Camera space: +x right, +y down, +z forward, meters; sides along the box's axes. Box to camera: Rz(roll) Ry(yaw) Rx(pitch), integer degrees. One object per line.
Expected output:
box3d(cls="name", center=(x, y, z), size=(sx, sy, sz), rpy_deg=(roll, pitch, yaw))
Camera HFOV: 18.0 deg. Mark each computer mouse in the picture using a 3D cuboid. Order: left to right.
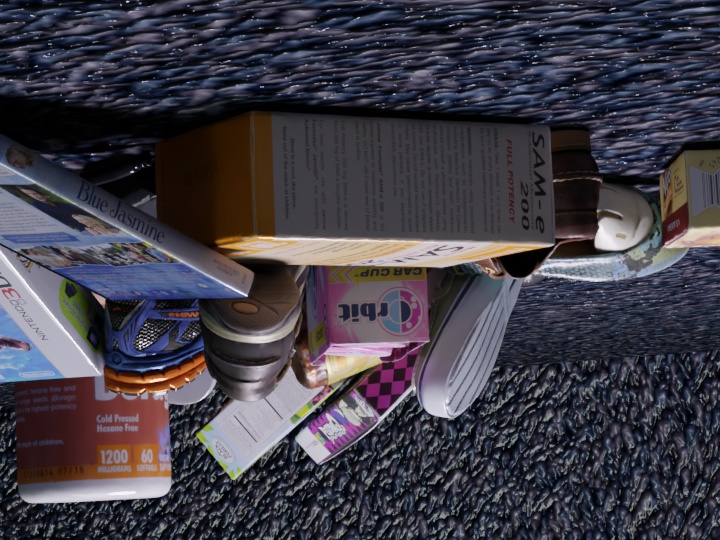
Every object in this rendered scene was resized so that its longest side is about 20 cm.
box3d(cls="computer mouse", center=(-0.153, -0.039, 1.417), size=(0.199, 0.046, 0.140), rpy_deg=(-6, 175, 28))

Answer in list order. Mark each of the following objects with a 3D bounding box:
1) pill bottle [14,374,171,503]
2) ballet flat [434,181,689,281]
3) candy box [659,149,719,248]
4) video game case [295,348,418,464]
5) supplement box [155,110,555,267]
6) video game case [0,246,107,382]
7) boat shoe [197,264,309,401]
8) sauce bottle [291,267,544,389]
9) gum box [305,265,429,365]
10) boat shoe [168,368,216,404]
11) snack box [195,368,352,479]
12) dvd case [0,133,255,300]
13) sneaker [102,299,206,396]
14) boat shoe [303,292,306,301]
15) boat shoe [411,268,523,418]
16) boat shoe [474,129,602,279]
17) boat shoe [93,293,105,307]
box3d(cls="pill bottle", center=(-0.195, 0.065, 1.645), size=(0.111, 0.202, 0.112), rpy_deg=(-3, 175, 0))
box3d(cls="ballet flat", center=(0.138, -0.031, 1.558), size=(0.198, 0.075, 0.074), rpy_deg=(-5, 175, -10))
box3d(cls="candy box", center=(0.300, -0.049, 1.475), size=(0.198, 0.056, 0.115), rpy_deg=(-2, 176, 0))
box3d(cls="video game case", center=(0.046, 0.059, 1.788), size=(0.200, 0.036, 0.181), rpy_deg=(-44, 179, -22))
box3d(cls="supplement box", center=(-0.003, -0.043, 1.312), size=(0.199, 0.074, 0.126), rpy_deg=(1, 174, -30))
box3d(cls="video game case", center=(-0.283, 0.009, 1.443), size=(0.199, 0.046, 0.182), rpy_deg=(-5, 143, 22))
box3d(cls="boat shoe", center=(-0.071, 0.022, 1.387), size=(0.074, 0.074, 0.200), rpy_deg=(9, -162, 1))
box3d(cls="sauce bottle", center=(0.038, 0.023, 1.669), size=(0.199, 0.066, 0.066), rpy_deg=(-24, 178, -12))
box3d(cls="gum box", center=(0.000, 0.000, 1.530), size=(0.066, 0.114, 0.200), rpy_deg=(-2, 174, -6))
box3d(cls="boat shoe", center=(-0.191, 0.033, 1.735), size=(0.199, 0.069, 0.057), rpy_deg=(31, -169, 8))
box3d(cls="snack box", center=(-0.029, 0.068, 1.802), size=(0.142, 0.053, 0.200), rpy_deg=(-42, 179, 39))
box3d(cls="dvd case", center=(-0.173, -0.030, 1.259), size=(0.199, 0.018, 0.142), rpy_deg=(29, 161, -36))
box3d(cls="sneaker", center=(-0.100, 0.002, 1.490), size=(0.075, 0.079, 0.200), rpy_deg=(8, -145, 28))
box3d(cls="boat shoe", center=(-0.026, -0.012, 1.698), size=(0.199, 0.073, 0.071), rpy_deg=(-4, 161, -40))
box3d(cls="boat shoe", center=(0.068, 0.027, 1.593), size=(0.062, 0.072, 0.200), rpy_deg=(10, -139, 17))
box3d(cls="boat shoe", center=(0.091, -0.029, 1.423), size=(0.070, 0.071, 0.200), rpy_deg=(-8, 171, -19))
box3d(cls="boat shoe", center=(-0.205, -0.003, 1.535), size=(0.199, 0.072, 0.068), rpy_deg=(6, 146, -25))
